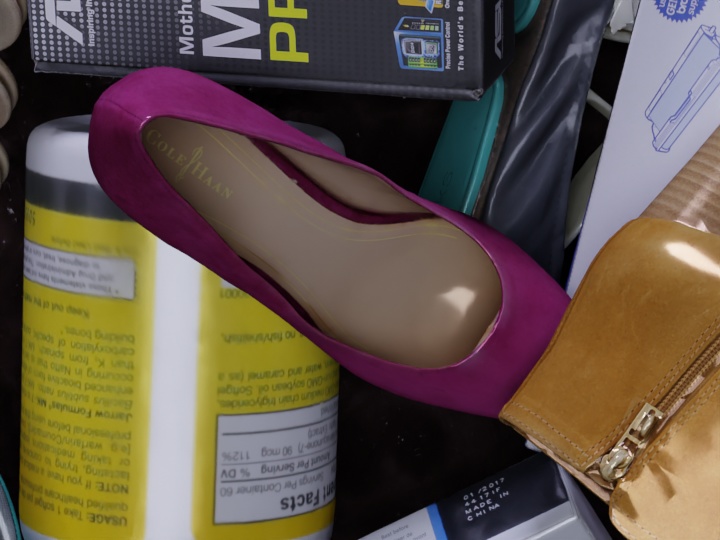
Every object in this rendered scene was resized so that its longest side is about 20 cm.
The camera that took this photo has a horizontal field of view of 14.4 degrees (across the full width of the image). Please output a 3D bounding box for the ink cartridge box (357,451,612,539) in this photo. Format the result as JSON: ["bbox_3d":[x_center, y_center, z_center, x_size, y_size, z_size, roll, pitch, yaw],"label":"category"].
[{"bbox_3d":[0.066,0.150,1.030,0.099,0.039,0.200,-26,133,7],"label":"ink cartridge box"}]

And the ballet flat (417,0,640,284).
[{"bbox_3d":[0.068,-0.074,1.021,0.073,0.073,0.201,15,93,2],"label":"ballet flat"}]

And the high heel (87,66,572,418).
[{"bbox_3d":[0.000,0.000,0.913,0.200,0.096,0.068,25,92,-11],"label":"high heel"}]

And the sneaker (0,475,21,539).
[{"bbox_3d":[-0.192,0.076,0.955,0.200,0.121,0.084,29,67,-6],"label":"sneaker"}]

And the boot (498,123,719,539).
[{"bbox_3d":[0.156,0.051,0.904,0.201,0.071,0.144,32,86,22],"label":"boot"}]

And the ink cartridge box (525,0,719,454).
[{"bbox_3d":[0.112,-0.033,1.001,0.044,0.094,0.201,16,99,16],"label":"ink cartridge box"}]

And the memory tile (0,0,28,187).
[{"bbox_3d":[-0.213,-0.093,1.004,0.199,0.153,0.017,19,58,1],"label":"memory tile"}]

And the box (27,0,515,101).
[{"bbox_3d":[-0.032,-0.159,0.920,0.160,0.044,0.201,5,112,15],"label":"box"}]

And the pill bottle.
[{"bbox_3d":[-0.064,0.048,1.018,0.114,0.114,0.201,3,98,4],"label":"pill bottle"}]
